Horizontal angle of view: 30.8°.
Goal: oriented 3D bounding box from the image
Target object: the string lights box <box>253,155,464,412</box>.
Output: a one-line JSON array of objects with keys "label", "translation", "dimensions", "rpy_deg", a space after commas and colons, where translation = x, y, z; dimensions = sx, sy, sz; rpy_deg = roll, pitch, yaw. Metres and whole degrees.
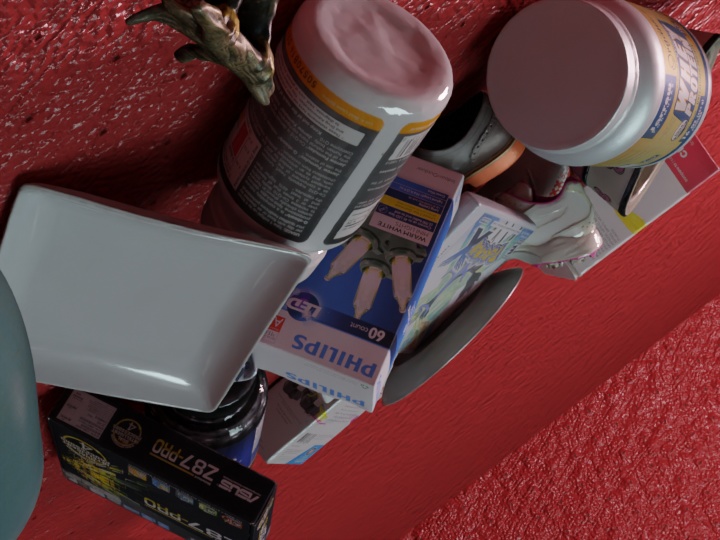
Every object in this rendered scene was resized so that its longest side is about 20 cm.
[{"label": "string lights box", "translation": [0.000, 0.000, 1.038], "dimensions": [0.059, 0.103, 0.200], "rpy_deg": [95, 16, -63]}]

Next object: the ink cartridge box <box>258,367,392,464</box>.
[{"label": "ink cartridge box", "translation": [-0.033, 0.137, 1.507], "dimensions": [0.200, 0.068, 0.115], "rpy_deg": [-40, 162, 8]}]

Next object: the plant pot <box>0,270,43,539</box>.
[{"label": "plant pot", "translation": [-0.264, 0.053, 0.682], "dimensions": [0.200, 0.201, 0.161], "rpy_deg": [-25, 147, -35]}]

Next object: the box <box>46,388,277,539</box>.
[{"label": "box", "translation": [-0.173, 0.183, 1.152], "dimensions": [0.049, 0.200, 0.161], "rpy_deg": [-62, 174, -25]}]

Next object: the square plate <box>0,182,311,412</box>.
[{"label": "square plate", "translation": [-0.162, 0.021, 0.911], "dimensions": [0.198, 0.028, 0.200], "rpy_deg": [13, 137, -22]}]

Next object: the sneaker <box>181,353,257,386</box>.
[{"label": "sneaker", "translation": [-0.092, 0.015, 1.034], "dimensions": [0.200, 0.109, 0.070], "rpy_deg": [-40, 163, 5]}]

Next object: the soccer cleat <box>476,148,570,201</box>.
[{"label": "soccer cleat", "translation": [0.153, -0.070, 1.370], "dimensions": [0.085, 0.069, 0.200], "rpy_deg": [-29, 165, -38]}]

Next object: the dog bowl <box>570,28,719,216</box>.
[{"label": "dog bowl", "translation": [0.279, -0.158, 1.298], "dimensions": [0.200, 0.074, 0.200], "rpy_deg": [-55, 165, -23]}]

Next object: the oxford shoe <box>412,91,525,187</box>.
[{"label": "oxford shoe", "translation": [0.046, -0.087, 1.154], "dimensions": [0.200, 0.071, 0.073], "rpy_deg": [-36, 132, 10]}]

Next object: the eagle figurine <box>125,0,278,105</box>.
[{"label": "eagle figurine", "translation": [-0.029, -0.191, 0.680], "dimensions": [0.152, 0.151, 0.200], "rpy_deg": [12, -104, 62]}]

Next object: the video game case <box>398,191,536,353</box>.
[{"label": "video game case", "translation": [0.070, 0.008, 1.206], "dimensions": [0.182, 0.022, 0.200], "rpy_deg": [-46, 162, 13]}]

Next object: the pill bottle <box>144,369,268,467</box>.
[{"label": "pill bottle", "translation": [-0.142, 0.124, 1.196], "dimensions": [0.112, 0.112, 0.200], "rpy_deg": [-31, 161, -21]}]

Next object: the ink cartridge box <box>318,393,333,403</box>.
[{"label": "ink cartridge box", "translation": [-0.010, 0.036, 1.281], "dimensions": [0.145, 0.083, 0.200], "rpy_deg": [-37, 162, -8]}]

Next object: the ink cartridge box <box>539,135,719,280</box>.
[{"label": "ink cartridge box", "translation": [0.280, -0.084, 1.475], "dimensions": [0.200, 0.083, 0.145], "rpy_deg": [-37, -173, -5]}]

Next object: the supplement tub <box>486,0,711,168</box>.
[{"label": "supplement tub", "translation": [0.205, -0.160, 1.118], "dimensions": [0.145, 0.145, 0.200], "rpy_deg": [-47, 161, 25]}]

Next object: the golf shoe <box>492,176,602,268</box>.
[{"label": "golf shoe", "translation": [0.140, -0.044, 1.322], "dimensions": [0.200, 0.092, 0.075], "rpy_deg": [-9, -167, 8]}]

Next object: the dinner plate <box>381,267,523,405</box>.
[{"label": "dinner plate", "translation": [0.088, 0.061, 1.344], "dimensions": [0.200, 0.024, 0.200], "rpy_deg": [-44, -174, 6]}]

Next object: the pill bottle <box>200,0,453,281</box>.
[{"label": "pill bottle", "translation": [-0.030, -0.085, 0.899], "dimensions": [0.116, 0.116, 0.200], "rpy_deg": [-20, 155, -45]}]
